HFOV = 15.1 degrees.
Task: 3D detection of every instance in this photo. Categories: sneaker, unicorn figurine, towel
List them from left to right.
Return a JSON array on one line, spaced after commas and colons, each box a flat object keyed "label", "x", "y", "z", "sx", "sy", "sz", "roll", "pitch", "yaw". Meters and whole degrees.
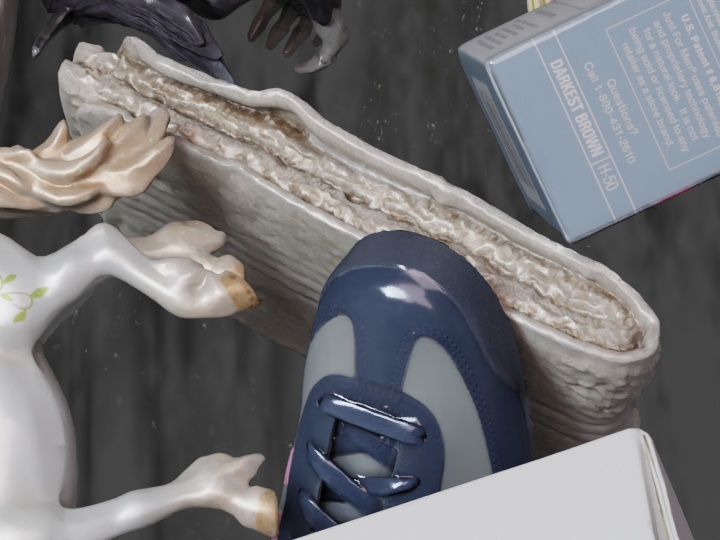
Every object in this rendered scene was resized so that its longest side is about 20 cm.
[{"label": "unicorn figurine", "x": -0.093, "y": 0.055, "z": 0.747, "sx": 0.137, "sy": 0.074, "sz": 0.200, "roll": -4, "pitch": 58, "yaw": -10}, {"label": "towel", "x": 0.000, "y": 0.000, "z": 0.841, "sx": 0.200, "sy": 0.133, "sz": 0.034, "roll": 28, "pitch": 71, "yaw": 13}, {"label": "sneaker", "x": 0.002, "y": 0.089, "z": 0.780, "sx": 0.070, "sy": 0.200, "sz": 0.082, "roll": 14, "pitch": 30, "yaw": 25}]

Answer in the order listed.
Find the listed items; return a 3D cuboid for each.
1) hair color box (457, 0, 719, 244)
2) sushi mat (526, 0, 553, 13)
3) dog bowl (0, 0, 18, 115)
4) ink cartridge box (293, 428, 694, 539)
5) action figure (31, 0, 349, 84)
[{"label": "hair color box", "x": 0.133, "y": -0.080, "z": 0.797, "sx": 0.200, "sy": 0.099, "sz": 0.061, "roll": -26, "pitch": 98, "yaw": 1}, {"label": "sushi mat", "x": 0.086, "y": -0.133, "z": 0.906, "sx": 0.096, "sy": 0.012, "sz": 0.200, "roll": 8, "pitch": 68, "yaw": -36}, {"label": "dog bowl", "x": -0.150, "y": -0.112, "z": 0.857, "sx": 0.059, "sy": 0.200, "sz": 0.200, "roll": 3, "pitch": 73, "yaw": 3}, {"label": "ink cartridge box", "x": 0.043, "y": 0.157, "z": 0.710, "sx": 0.145, "sy": 0.200, "sz": 0.084, "roll": -19, "pitch": 28, "yaw": 9}, {"label": "action figure", "x": -0.043, "y": -0.121, "z": 0.902, "sx": 0.200, "sy": 0.102, "sz": 0.119, "roll": -37, "pitch": 74, "yaw": -22}]
